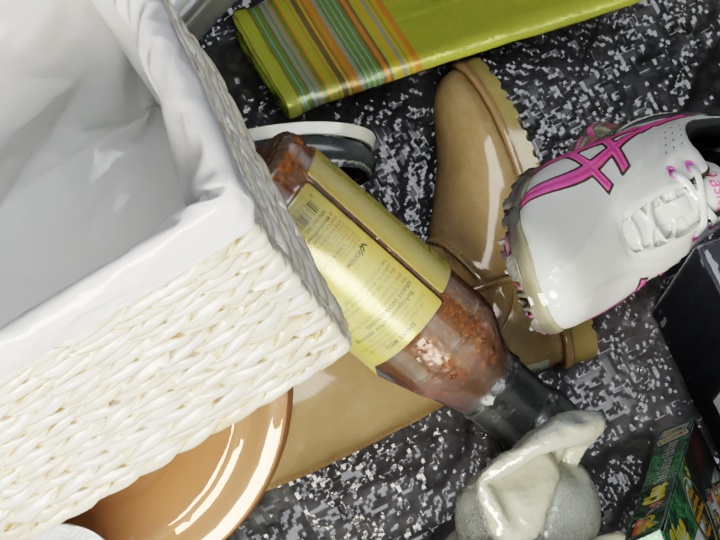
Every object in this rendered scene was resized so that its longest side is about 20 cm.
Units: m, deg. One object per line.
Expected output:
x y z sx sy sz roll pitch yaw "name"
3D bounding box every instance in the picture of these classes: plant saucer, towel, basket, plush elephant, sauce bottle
-0.132 0.055 1.365 0.200 0.032 0.201 1 96 9 "plant saucer"
0.040 -0.132 1.468 0.200 0.018 0.086 -18 45 -11 "towel"
-0.136 -0.022 1.238 0.200 0.161 0.198 -32 57 7 "basket"
0.084 0.158 1.333 0.200 0.165 0.155 33 64 -4 "plush elephant"
0.018 0.019 1.357 0.200 0.066 0.066 43 73 -15 "sauce bottle"

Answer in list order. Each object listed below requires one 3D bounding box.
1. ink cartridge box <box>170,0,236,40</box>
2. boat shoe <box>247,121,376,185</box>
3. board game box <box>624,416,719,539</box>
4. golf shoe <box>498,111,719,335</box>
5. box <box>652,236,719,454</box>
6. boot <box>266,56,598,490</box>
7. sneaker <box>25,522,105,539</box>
-0.153 -0.191 1.448 0.200 0.088 0.145 39 74 7 "ink cartridge box"
-0.083 -0.022 1.402 0.200 0.072 0.068 -17 72 8 "boat shoe"
0.160 0.141 1.324 0.023 0.200 0.105 -22 96 14 "board game box"
0.131 -0.033 1.378 0.092 0.200 0.073 -14 107 30 "golf shoe"
0.281 0.057 1.404 0.198 0.123 0.200 -21 76 -11 "box"
0.000 0.000 1.421 0.200 0.066 0.175 -18 76 -10 "boot"
-0.115 0.206 1.329 0.080 0.115 0.200 -15 92 0 "sneaker"
